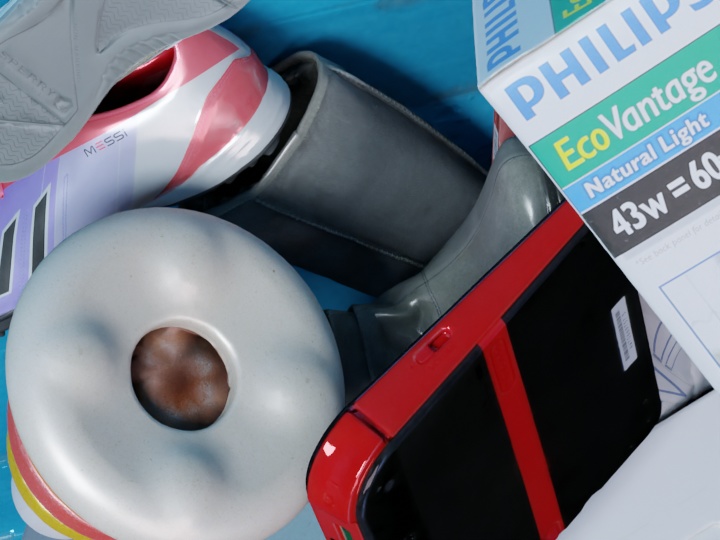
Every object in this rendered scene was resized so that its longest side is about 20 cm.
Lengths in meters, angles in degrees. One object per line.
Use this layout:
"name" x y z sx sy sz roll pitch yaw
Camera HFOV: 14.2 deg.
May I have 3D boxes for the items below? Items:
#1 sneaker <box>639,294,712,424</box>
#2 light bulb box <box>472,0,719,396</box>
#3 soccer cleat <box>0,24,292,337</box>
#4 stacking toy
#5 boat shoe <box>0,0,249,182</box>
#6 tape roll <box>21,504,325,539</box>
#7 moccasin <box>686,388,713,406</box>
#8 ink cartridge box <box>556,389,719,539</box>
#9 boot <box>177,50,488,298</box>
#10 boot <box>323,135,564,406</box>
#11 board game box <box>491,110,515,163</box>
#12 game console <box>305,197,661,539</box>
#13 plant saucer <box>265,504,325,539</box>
"sneaker" 0.121 0.030 1.339 0.087 0.074 0.200 -48 149 -12
"light bulb box" 0.149 -0.071 1.156 0.125 0.198 0.200 -33 112 16
"soccer cleat" -0.125 -0.041 1.251 0.200 0.068 0.073 -33 121 20
"stacking toy" -0.108 0.069 1.253 0.146 0.147 0.200 2 161 -25
"boat shoe" -0.094 -0.117 1.168 0.074 0.065 0.202 40 113 -15
"tape roll" -0.069 0.162 1.415 0.200 0.201 0.066 11 177 -33
"moccasin" 0.211 0.013 1.417 0.200 0.081 0.068 -34 -179 34
"ink cartridge box" 0.143 0.145 1.445 0.146 0.084 0.200 -31 164 -10
"boot" -0.002 -0.001 1.335 0.200 0.073 0.182 15 116 -45
"boot" 0.016 0.023 1.278 0.130 0.068 0.200 0 135 -13
"board game box" 0.159 -0.090 1.272 0.199 0.019 0.103 -1 115 -4
"game console" 0.057 0.071 1.235 0.177 0.031 0.200 -47 151 -17
"plant saucer" -0.022 0.121 1.392 0.199 0.019 0.070 13 90 -32
